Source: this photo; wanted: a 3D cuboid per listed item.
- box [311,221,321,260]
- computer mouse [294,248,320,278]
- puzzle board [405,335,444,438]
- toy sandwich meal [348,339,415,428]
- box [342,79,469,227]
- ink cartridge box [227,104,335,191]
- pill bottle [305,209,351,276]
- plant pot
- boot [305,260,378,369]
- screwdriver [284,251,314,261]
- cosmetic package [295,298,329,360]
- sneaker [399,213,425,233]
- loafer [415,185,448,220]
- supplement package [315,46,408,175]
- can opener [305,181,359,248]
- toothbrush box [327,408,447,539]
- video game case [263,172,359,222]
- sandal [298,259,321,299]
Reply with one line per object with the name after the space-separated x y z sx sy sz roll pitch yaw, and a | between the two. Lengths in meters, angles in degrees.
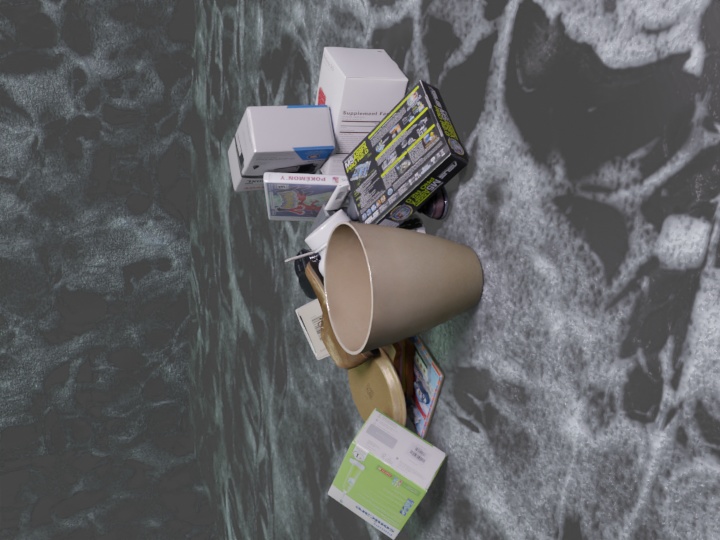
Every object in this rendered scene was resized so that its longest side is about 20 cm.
-0.059 -0.039 1.540 0.064 0.070 0.201 -153 59 -63 | box
-0.079 -0.029 1.474 0.200 0.034 0.059 -29 73 57 | computer mouse
0.084 0.176 1.325 0.200 0.017 0.151 -122 34 -47 | puzzle board
0.045 0.200 1.327 0.205 0.070 0.206 38 135 51 | toy sandwich meal
0.063 -0.169 1.157 0.200 0.044 0.161 -42 49 33 | box
-0.145 -0.214 1.318 0.200 0.144 0.085 145 116 -67 | ink cartridge box
0.000 0.000 1.253 0.200 0.111 0.111 50 157 -7 | pill bottle
0.071 0.017 1.084 0.187 0.199 0.189 175 90 -68 | plant pot
-0.052 0.078 1.278 0.075 0.074 0.201 -36 75 21 | boot
-0.048 -0.047 1.344 0.028 0.199 0.029 33 129 50 | screwdriver
-0.049 0.103 1.410 0.106 0.071 0.200 66 -171 7 | cosmetic package
0.060 -0.066 1.274 0.200 0.075 0.081 -114 20 -55 | sneaker
0.077 -0.147 1.213 0.200 0.063 0.072 -118 33 -44 | loafer
-0.009 -0.277 1.321 0.121 0.119 0.201 -118 32 -45 | supplement package
-0.041 -0.087 1.313 0.067 0.053 0.200 66 148 23 | can opener
0.042 0.354 1.283 0.145 0.086 0.201 31 136 11 | toothbrush box
-0.084 -0.131 1.378 0.200 0.181 0.023 105 166 -74 | video game case
-0.076 0.021 1.416 0.076 0.048 0.200 59 150 1 | sandal
